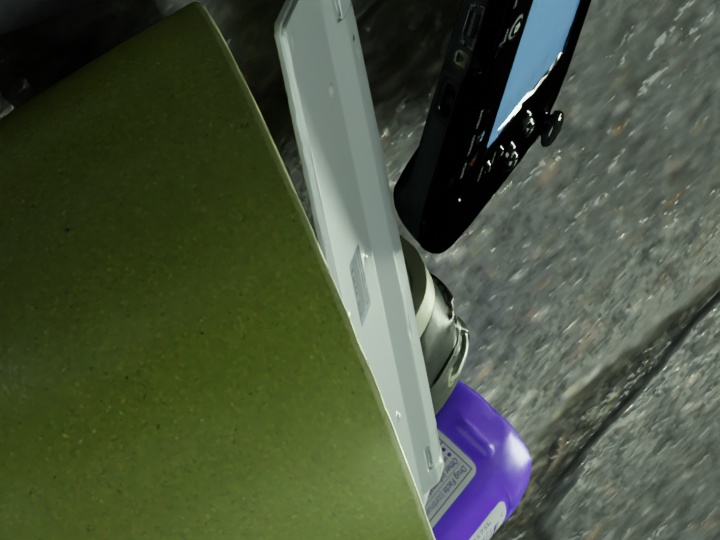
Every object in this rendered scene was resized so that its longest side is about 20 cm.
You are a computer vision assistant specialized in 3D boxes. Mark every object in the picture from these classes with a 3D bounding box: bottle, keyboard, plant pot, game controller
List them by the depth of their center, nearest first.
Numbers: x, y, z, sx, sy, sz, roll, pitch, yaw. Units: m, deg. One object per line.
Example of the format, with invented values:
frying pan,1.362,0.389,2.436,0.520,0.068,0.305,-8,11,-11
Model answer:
plant pot,-0.100,0.051,0.772,0.199,0.188,0.188,-22,147,-4
game controller,0.056,-0.097,0.860,0.105,0.042,0.201,-63,171,-49
keyboard,0.000,0.000,0.869,0.056,0.011,0.201,-61,146,-51
bottle,-0.022,0.125,0.989,0.200,0.065,0.084,-49,-176,-24

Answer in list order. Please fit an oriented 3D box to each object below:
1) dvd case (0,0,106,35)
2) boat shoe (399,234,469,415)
dvd case,-0.064,-0.128,0.725,0.199,0.016,0.149,-22,144,-33
boat shoe,-0.042,0.076,0.952,0.200,0.072,0.068,-45,150,-4
